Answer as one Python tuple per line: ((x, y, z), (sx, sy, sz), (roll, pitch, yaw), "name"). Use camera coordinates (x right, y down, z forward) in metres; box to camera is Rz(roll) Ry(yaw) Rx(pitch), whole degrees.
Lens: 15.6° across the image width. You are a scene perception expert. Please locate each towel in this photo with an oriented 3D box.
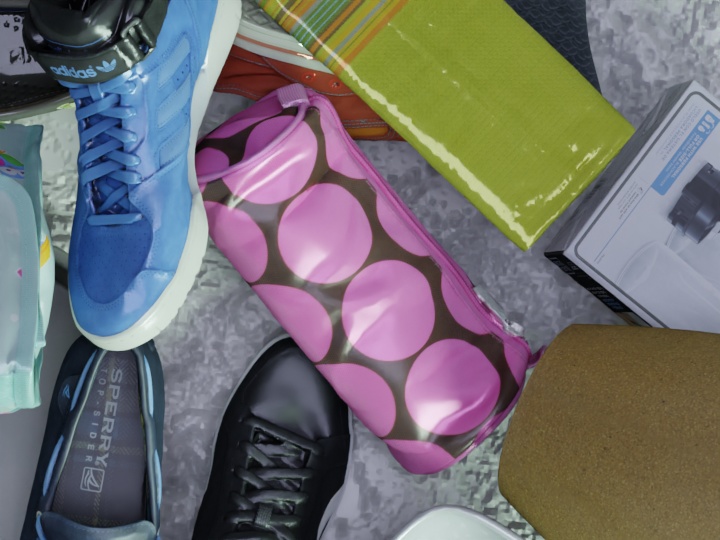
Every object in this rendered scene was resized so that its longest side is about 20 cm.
((0.035, -0.106, 1.282), (0.200, 0.018, 0.086), (44, 80, 4), "towel")

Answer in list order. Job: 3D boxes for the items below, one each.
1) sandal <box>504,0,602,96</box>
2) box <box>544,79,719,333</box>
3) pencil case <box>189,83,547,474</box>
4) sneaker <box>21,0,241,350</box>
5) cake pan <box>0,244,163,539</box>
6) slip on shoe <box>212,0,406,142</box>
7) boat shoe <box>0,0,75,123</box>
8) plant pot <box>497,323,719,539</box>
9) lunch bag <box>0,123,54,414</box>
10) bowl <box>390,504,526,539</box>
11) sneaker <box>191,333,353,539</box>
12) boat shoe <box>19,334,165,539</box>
((0.081, -0.138, 1.333), (0.076, 0.043, 0.202), (6, 72, -26), "sandal")
((0.209, 0.008, 1.350), (0.200, 0.060, 0.117), (40, 86, -5), "box")
((0.000, 0.000, 1.294), (0.093, 0.091, 0.200), (-36, 107, 18), "pencil case")
((-0.118, -0.072, 1.211), (0.076, 0.111, 0.201), (2, 69, 32), "sneaker")
((-0.199, 0.077, 1.313), (0.199, 0.037, 0.202), (0, 89, -7), "cake pan")
((0.007, -0.094, 1.332), (0.199, 0.074, 0.061), (17, 131, -15), "slip on shoe")
((-0.204, -0.103, 1.303), (0.200, 0.060, 0.073), (-9, 90, -7), "boat shoe")
((0.173, 0.105, 1.256), (0.199, 0.186, 0.187), (24, 86, 18), "plant pot")
((-0.223, 0.007, 1.184), (0.169, 0.200, 0.123), (1, 112, -6), "lunch bag")
((0.058, 0.237, 1.292), (0.200, 0.075, 0.200), (40, 91, 8), "bowl")
((-0.045, 0.130, 1.293), (0.073, 0.112, 0.201), (18, 87, -7), "sneaker")
((-0.135, 0.123, 1.266), (0.083, 0.069, 0.202), (-1, 89, -7), "boat shoe")
